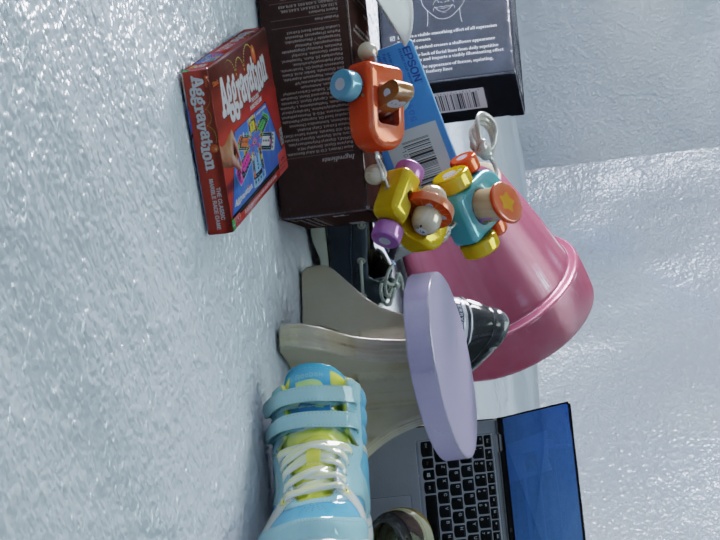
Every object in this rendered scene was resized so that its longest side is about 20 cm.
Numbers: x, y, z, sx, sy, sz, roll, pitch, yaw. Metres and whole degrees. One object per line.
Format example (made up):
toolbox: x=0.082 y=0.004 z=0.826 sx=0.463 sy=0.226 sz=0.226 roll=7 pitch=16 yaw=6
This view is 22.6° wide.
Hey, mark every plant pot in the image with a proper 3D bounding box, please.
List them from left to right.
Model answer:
plant pot: x=0.129 y=-0.010 z=1.952 sx=0.179 sy=0.199 sz=0.200 roll=61 pitch=19 yaw=-26

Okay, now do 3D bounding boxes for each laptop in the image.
laptop: x=0.088 y=0.212 z=1.458 sx=0.116 sy=0.199 sz=0.188 roll=32 pitch=52 yaw=-75

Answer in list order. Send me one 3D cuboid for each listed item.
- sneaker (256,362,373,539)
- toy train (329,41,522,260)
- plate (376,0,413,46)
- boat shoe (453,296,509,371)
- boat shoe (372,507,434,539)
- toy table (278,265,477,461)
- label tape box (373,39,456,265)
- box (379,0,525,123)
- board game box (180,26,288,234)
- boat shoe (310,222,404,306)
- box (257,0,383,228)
sneaker: x=-0.033 y=0.125 z=1.155 sx=0.200 sy=0.079 sz=0.131 roll=92 pitch=-7 yaw=-88
toy train: x=0.061 y=-0.086 z=1.347 sx=0.199 sy=0.055 sz=0.151 roll=13 pitch=74 yaw=-48
plate: x=-0.018 y=-0.298 z=1.386 sx=0.200 sy=0.032 sz=0.200 roll=56 pitch=9 yaw=-40
boat shoe: x=0.061 y=0.076 z=1.522 sx=0.199 sy=0.068 sz=0.074 roll=128 pitch=-39 yaw=-51
boat shoe: x=0.027 y=0.292 z=1.448 sx=0.066 sy=0.071 sz=0.202 roll=13 pitch=73 yaw=-64
toy table: x=0.015 y=0.080 z=1.353 sx=0.200 sy=0.116 sz=0.185 roll=70 pitch=16 yaw=-52
label tape box: x=0.032 y=-0.094 z=1.520 sx=0.200 sy=0.066 sz=0.144 roll=100 pitch=-31 yaw=-81
box: x=0.101 y=-0.277 z=2.034 sx=0.107 sy=0.148 sz=0.201 roll=63 pitch=23 yaw=-66
board game box: x=-0.080 y=-0.097 z=1.191 sx=0.200 sy=0.019 sz=0.104 roll=-64 pitch=145 yaw=-73
boat shoe: x=0.000 y=0.000 z=1.481 sx=0.075 sy=0.061 sz=0.201 roll=-77 pitch=159 yaw=-67
box: x=-0.028 y=-0.136 z=1.376 sx=0.100 sy=0.075 sz=0.201 roll=19 pitch=63 yaw=-80
